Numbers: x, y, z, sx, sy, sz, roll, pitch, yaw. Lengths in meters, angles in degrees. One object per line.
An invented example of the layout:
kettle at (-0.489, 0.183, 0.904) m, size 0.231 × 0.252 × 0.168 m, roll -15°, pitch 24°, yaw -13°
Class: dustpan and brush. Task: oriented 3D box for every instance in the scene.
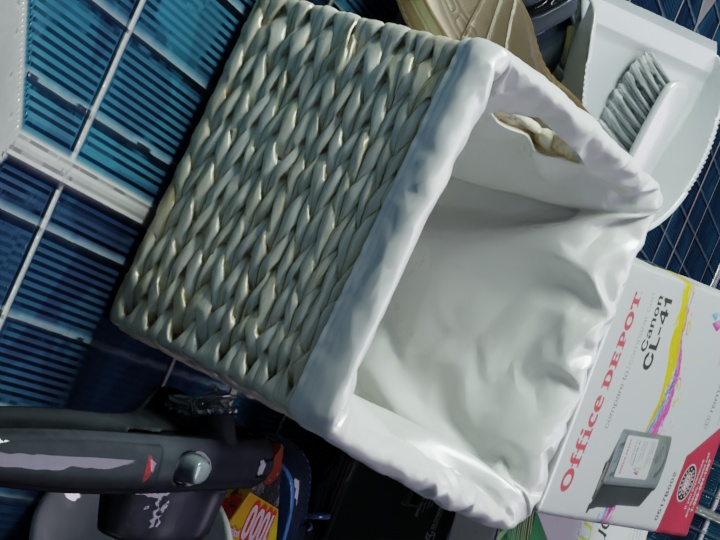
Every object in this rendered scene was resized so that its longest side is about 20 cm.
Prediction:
dustpan and brush at (0.156, -0.051, 1.381) m, size 0.139 × 0.057 × 0.201 m, roll 15°, pitch 102°, yaw -46°

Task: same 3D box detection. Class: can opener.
can opener at (-0.110, 0.084, 1.033) m, size 0.199 × 0.063 × 0.079 m, roll 15°, pitch 84°, yaw -57°

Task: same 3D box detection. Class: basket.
basket at (0.015, -0.004, 1.147) m, size 0.198 × 0.160 × 0.201 m, roll 32°, pitch 80°, yaw -53°

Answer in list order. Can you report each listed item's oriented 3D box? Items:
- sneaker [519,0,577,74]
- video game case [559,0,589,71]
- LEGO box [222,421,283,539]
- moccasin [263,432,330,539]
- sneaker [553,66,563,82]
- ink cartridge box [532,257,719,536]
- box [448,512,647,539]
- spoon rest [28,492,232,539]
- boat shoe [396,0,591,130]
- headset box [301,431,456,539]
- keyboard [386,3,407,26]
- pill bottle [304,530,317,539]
sneaker at (0.085, -0.171, 1.297) m, size 0.078 × 0.079 × 0.201 m, roll -31°, pitch 132°, yaw -14°
video game case at (0.131, -0.134, 1.510) m, size 0.143 × 0.018 × 0.202 m, roll 120°, pitch -26°, yaw -65°
LEGO box at (-0.112, 0.188, 1.247) m, size 0.149 × 0.077 × 0.201 m, roll -55°, pitch 161°, yaw -37°
moccasin at (-0.070, 0.162, 1.380) m, size 0.068 × 0.080 × 0.201 m, roll -31°, pitch 157°, yaw -43°
sneaker at (0.094, -0.088, 1.471) m, size 0.116 × 0.075 × 0.202 m, roll 98°, pitch -7°, yaw -61°
ink cartridge box at (0.135, 0.064, 1.301) m, size 0.200 × 0.085 × 0.149 m, roll 16°, pitch 95°, yaw -59°
box at (0.113, 0.178, 1.417) m, size 0.200 × 0.036 × 0.145 m, roll 37°, pitch 65°, yaw -52°
spoon rest at (-0.112, 0.170, 1.090) m, size 0.061 × 0.098 × 0.201 m, roll 104°, pitch -10°, yaw -51°
boat shoe at (0.067, -0.101, 1.277) m, size 0.200 × 0.065 × 0.073 m, roll 48°, pitch 50°, yaw -38°
headset box at (0.024, 0.099, 1.457) m, size 0.200 × 0.077 × 0.150 m, roll -137°, pitch -112°, yaw -78°
keyboard at (-0.021, -0.080, 1.280) m, size 0.201 × 0.039 × 0.104 m, roll -61°, pitch -176°, yaw -16°
pill bottle at (0.009, 0.234, 1.500) m, size 0.114 × 0.199 × 0.114 m, roll -58°, pitch 163°, yaw -29°
